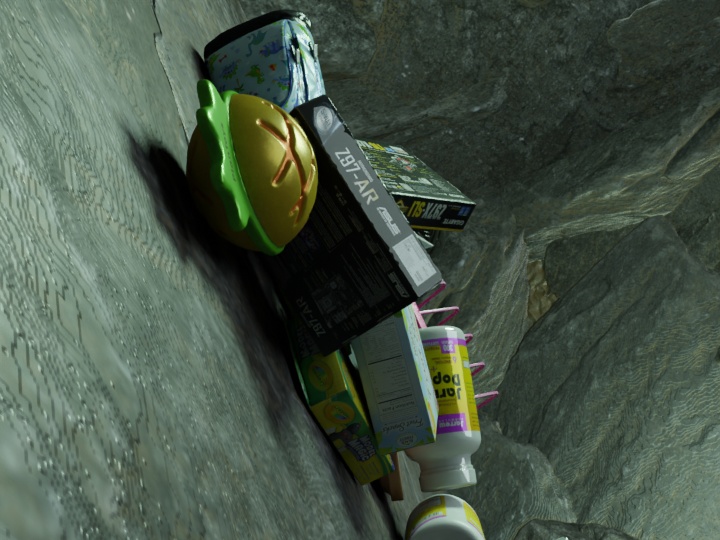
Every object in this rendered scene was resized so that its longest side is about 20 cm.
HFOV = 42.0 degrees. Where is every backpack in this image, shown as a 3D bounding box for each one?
[{"bbox_3d":[-0.122,-0.233,1.236,0.154,0.161,0.203,22,50,-74],"label":"backpack"}]

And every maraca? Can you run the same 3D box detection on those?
[{"bbox_3d":[-0.092,-0.081,0.758,0.200,0.105,0.139,21,51,-81],"label":"maraca"}]

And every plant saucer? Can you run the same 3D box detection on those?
[{"bbox_3d":[0.029,0.200,1.232,0.200,0.032,0.204,-7,90,-89],"label":"plant saucer"}]

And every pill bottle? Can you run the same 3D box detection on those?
[{"bbox_3d":[0.101,0.183,1.235,0.104,0.102,0.204,59,22,-73],"label":"pill bottle"},{"bbox_3d":[0.108,0.348,1.198,0.200,0.103,0.106,23,43,-86],"label":"pill bottle"}]

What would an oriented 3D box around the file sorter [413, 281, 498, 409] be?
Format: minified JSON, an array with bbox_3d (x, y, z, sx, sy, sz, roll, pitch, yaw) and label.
[{"bbox_3d":[0.096,0.133,1.408,0.124,0.139,0.202,-3,61,-44],"label":"file sorter"}]

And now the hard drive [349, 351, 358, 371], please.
[{"bbox_3d":[-0.050,0.061,1.259,0.140,0.032,0.202,-107,174,-72],"label":"hard drive"}]

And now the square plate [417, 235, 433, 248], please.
[{"bbox_3d":[-0.040,-0.083,1.024,0.197,0.029,0.199,35,8,35],"label":"square plate"}]

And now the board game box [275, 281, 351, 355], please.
[{"bbox_3d":[-0.073,0.003,1.107,0.102,0.047,0.202,-105,172,-71],"label":"board game box"}]

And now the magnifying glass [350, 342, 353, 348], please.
[{"bbox_3d":[-0.011,0.064,1.100,0.200,0.022,0.081,58,10,-66],"label":"magnifying glass"}]

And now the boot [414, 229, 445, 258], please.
[{"bbox_3d":[0.016,-0.072,1.371,0.180,0.073,0.200,30,-11,-13],"label":"boot"}]

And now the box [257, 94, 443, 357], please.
[{"bbox_3d":[-0.034,-0.036,0.881,0.160,0.043,0.202,-35,-92,48],"label":"box"}]

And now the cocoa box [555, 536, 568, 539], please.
[{"bbox_3d":[0.206,0.460,1.183,0.134,0.197,0.132,-109,175,-56],"label":"cocoa box"}]

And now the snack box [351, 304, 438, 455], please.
[{"bbox_3d":[0.031,0.080,1.031,0.169,0.067,0.203,-27,102,-83],"label":"snack box"}]

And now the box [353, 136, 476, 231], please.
[{"bbox_3d":[0.038,-0.116,1.222,0.159,0.050,0.198,40,23,32],"label":"box"}]

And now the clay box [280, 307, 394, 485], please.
[{"bbox_3d":[-0.024,0.128,0.994,0.201,0.047,0.116,65,3,-48],"label":"clay box"}]
